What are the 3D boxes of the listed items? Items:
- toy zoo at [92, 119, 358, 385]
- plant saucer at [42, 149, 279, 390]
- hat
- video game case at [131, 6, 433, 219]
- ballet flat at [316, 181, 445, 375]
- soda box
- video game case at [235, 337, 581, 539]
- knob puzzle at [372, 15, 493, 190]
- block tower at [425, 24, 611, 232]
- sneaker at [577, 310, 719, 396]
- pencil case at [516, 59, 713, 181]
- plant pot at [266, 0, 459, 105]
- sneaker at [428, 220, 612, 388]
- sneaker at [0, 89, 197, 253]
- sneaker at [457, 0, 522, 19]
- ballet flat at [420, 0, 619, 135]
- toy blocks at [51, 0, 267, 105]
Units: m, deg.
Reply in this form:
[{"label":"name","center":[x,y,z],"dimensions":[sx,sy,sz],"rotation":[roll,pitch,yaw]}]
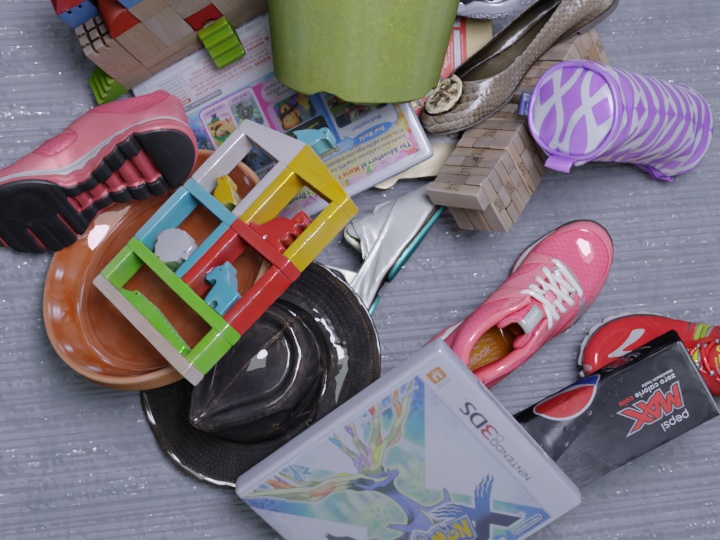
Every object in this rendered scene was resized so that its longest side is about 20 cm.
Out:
[{"label":"toy zoo","center":[-0.089,-0.028,0.947],"dimensions":[0.200,0.020,0.131],"rotation":[-47,51,-6]},{"label":"plant saucer","center":[-0.149,0.000,0.993],"dimensions":[0.199,0.032,0.201],"rotation":[-13,55,20]},{"label":"hat","center":[-0.085,0.081,0.997],"dimensions":[0.199,0.081,0.202],"rotation":[1,94,8]},{"label":"video game case","center":[-0.068,-0.130,1.045],"dimensions":[0.199,0.024,0.183],"rotation":[-25,90,8]},{"label":"ballet flat","center":[0.000,0.000,1.058],"dimensions":[0.069,0.069,0.201],"rotation":[33,84,-6]},{"label":"soda box","center":[0.179,0.126,1.043],"dimensions":[0.199,0.063,0.071],"rotation":[-30,91,11]},{"label":"video game case","center":[0.037,0.168,0.999],"dimensions":[0.200,0.022,0.182],"rotation":[-36,113,17]},{"label":"knob puzzle","center":[0.011,-0.165,1.088],"dimensions":[0.218,0.030,0.221],"rotation":[1,86,-10]},{"label":"block tower","center":[0.131,-0.116,1.061],"dimensions":[0.200,0.054,0.058],"rotation":[-54,130,-26]},{"label":"sneaker","center":[0.281,0.071,1.089],"dimensions":[0.198,0.085,0.078],"rotation":[2,84,-10]},{"label":"pencil case","center":[0.211,-0.116,1.045],"dimensions":[0.199,0.084,0.086],"rotation":[-2,100,-51]},{"label":"plant pot","center":[0.004,-0.224,0.930],"dimensions":[0.198,0.200,0.191],"rotation":[1,112,-10]},{"label":"sneaker","center":[0.139,0.037,1.058],"dimensions":[0.200,0.087,0.074],"rotation":[-43,94,-11]},{"label":"sneaker","center":[-0.219,-0.080,1.027],"dimensions":[0.199,0.087,0.074],"rotation":[-21,131,7]},{"label":"sneaker","center":[0.058,-0.292,1.040],"dimensions":[0.200,0.114,0.075],"rotation":[44,60,15]},{"label":"ballet flat","center":[0.124,-0.181,1.052],"dimensions":[0.200,0.067,0.046],"rotation":[-38,129,-5]},{"label":"toy blocks","center":[-0.147,-0.214,0.973],"dimensions":[0.199,0.137,0.100],"rotation":[-28,72,8]}]
